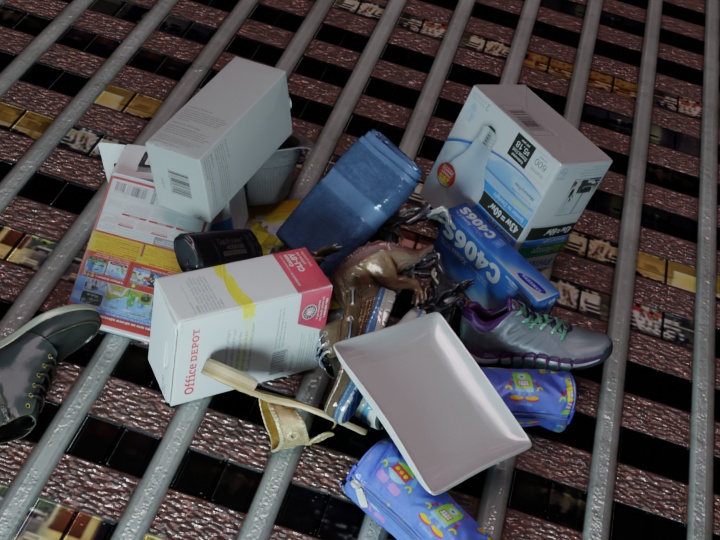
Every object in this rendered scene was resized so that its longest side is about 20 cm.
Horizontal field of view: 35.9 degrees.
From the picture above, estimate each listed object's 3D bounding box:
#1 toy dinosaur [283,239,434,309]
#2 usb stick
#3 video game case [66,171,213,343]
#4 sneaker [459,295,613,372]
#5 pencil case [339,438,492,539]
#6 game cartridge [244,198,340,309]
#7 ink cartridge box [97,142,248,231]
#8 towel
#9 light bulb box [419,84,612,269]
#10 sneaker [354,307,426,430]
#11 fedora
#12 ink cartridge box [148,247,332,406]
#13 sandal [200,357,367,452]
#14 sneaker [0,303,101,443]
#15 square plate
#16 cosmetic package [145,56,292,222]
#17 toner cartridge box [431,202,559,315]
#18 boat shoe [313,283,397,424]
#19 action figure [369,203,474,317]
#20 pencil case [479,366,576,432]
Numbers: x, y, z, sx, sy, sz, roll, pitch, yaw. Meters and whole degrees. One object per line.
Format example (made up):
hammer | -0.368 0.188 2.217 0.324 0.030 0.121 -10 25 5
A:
toy dinosaur | 0.000 0.000 1.423 0.200 0.136 0.086 -29 22 0
usb stick | -0.176 -0.025 1.397 0.055 0.033 0.200 64 18 4
video game case | -0.276 -0.014 1.406 0.143 0.017 0.200 15 76 1
sneaker | 0.224 0.078 1.434 0.200 0.088 0.074 0 27 11
pencil case | 0.066 0.272 1.215 0.200 0.078 0.087 42 33 27
game cartridge | -0.091 -0.022 1.537 0.176 0.032 0.200 -7 45 -22
ink cartridge box | -0.260 -0.101 1.495 0.200 0.116 0.068 7 47 10
towel | -0.012 -0.087 1.492 0.200 0.049 0.112 -47 63 3
light bulb box | 0.219 -0.132 1.603 0.125 0.200 0.198 -8 45 -42
sneaker | 0.023 0.108 1.401 0.087 0.075 0.200 19 41 13
fedora | -0.153 -0.143 1.581 0.177 0.090 0.200 -8 18 -22
ink cartridge box | -0.147 0.066 1.339 0.200 0.145 0.083 -13 47 -27
sandal | -0.099 0.176 1.300 0.212 0.078 0.070 27 81 -18
sneaker | -0.369 0.122 1.280 0.200 0.075 0.106 -31 63 -28
square plate | 0.081 0.148 1.265 0.198 0.028 0.200 -14 62 -48
cosmetic package | -0.172 -0.168 1.402 0.085 0.108 0.200 19 48 21
toner cartridge box | 0.182 0.005 1.538 0.043 0.095 0.200 -20 52 -32
boat shoe | -0.017 0.096 1.324 0.072 0.072 0.200 18 45 4
action figure | 0.077 -0.031 1.538 0.102 0.119 0.200 -24 63 -23
pencil case | 0.168 0.161 1.376 0.200 0.078 0.087 3 34 -13
